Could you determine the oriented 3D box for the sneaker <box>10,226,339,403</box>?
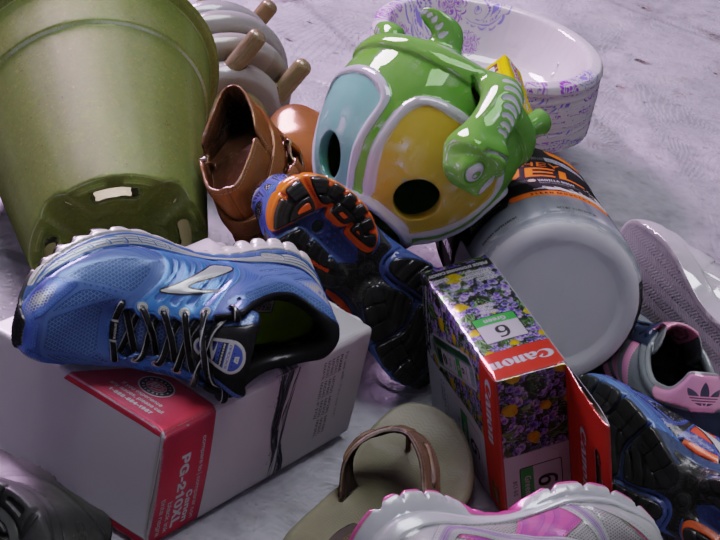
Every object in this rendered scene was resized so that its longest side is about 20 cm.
[{"bbox_3d":[-0.099,0.026,1.167,0.199,0.079,0.089,-4,29,-28],"label":"sneaker"}]

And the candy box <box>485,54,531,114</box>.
[{"bbox_3d":[0.037,-0.078,1.521,0.026,0.200,0.102,49,14,-24],"label":"candy box"}]

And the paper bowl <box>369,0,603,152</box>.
[{"bbox_3d":[0.099,-0.151,1.753,0.199,0.105,0.201,9,26,-5],"label":"paper bowl"}]

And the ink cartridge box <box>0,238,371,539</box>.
[{"bbox_3d":[-0.111,0.067,1.260,0.144,0.085,0.200,28,31,28],"label":"ink cartridge box"}]

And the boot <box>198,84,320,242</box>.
[{"bbox_3d":[-0.061,-0.080,1.442,0.073,0.155,0.201,-22,47,13],"label":"boot"}]

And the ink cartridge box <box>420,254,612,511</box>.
[{"bbox_3d":[0.094,0.088,1.268,0.050,0.110,0.200,-14,33,-12],"label":"ink cartridge box"}]

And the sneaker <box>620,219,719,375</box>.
[{"bbox_3d":[0.277,0.033,1.510,0.115,0.074,0.200,-4,40,-32],"label":"sneaker"}]

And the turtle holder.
[{"bbox_3d":[0.049,-0.079,1.372,0.185,0.141,0.132,23,71,39],"label":"turtle holder"}]

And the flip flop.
[{"bbox_3d":[0.014,0.127,1.223,0.081,0.058,0.200,21,28,19],"label":"flip flop"}]

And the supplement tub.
[{"bbox_3d":[0.119,-0.013,1.458,0.122,0.123,0.200,6,20,-10],"label":"supplement tub"}]

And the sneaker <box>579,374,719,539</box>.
[{"bbox_3d":[0.203,0.131,1.279,0.200,0.076,0.078,39,24,33],"label":"sneaker"}]

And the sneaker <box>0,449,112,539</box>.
[{"bbox_3d":[-0.221,0.124,1.136,0.199,0.076,0.091,26,11,33],"label":"sneaker"}]

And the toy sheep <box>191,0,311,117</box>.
[{"bbox_3d":[-0.117,-0.156,1.645,0.137,0.139,0.200,1,34,-20],"label":"toy sheep"}]

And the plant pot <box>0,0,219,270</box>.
[{"bbox_3d":[-0.181,-0.075,1.433,0.199,0.201,0.191,2,40,-18],"label":"plant pot"}]

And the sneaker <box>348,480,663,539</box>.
[{"bbox_3d":[0.090,0.176,1.146,0.199,0.082,0.088,0,43,-28],"label":"sneaker"}]

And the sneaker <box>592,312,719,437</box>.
[{"bbox_3d":[0.206,0.060,1.405,0.070,0.082,0.200,4,27,-16],"label":"sneaker"}]

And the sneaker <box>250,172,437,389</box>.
[{"bbox_3d":[0.000,0.000,1.359,0.075,0.200,0.078,-44,32,-8],"label":"sneaker"}]
